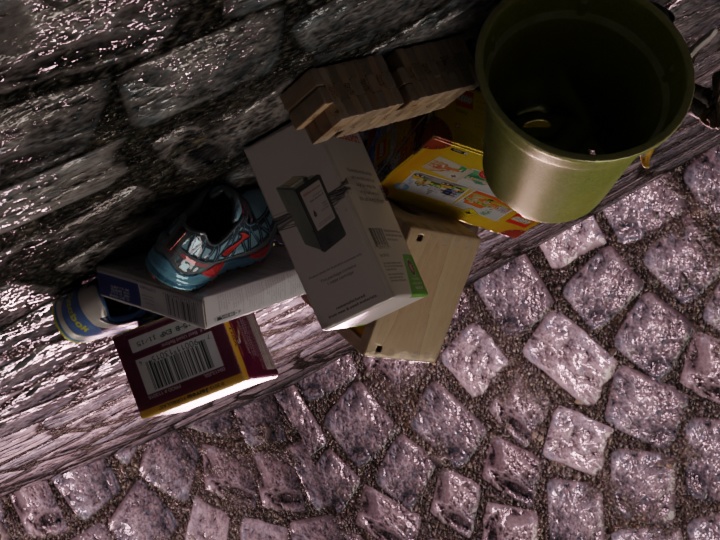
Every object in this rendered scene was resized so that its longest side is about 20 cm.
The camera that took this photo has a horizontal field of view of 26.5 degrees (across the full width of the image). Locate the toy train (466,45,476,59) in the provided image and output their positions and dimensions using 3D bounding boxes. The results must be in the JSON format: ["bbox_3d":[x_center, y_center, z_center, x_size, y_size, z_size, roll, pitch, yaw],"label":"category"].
[{"bbox_3d":[0.185,-0.241,1.493,0.200,0.046,0.034,-29,172,21],"label":"toy train"}]

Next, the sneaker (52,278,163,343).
[{"bbox_3d":[-0.260,0.033,1.783,0.082,0.074,0.200,-33,171,40],"label":"sneaker"}]

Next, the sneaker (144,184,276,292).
[{"bbox_3d":[-0.137,-0.049,1.596,0.200,0.079,0.096,-40,164,-53],"label":"sneaker"}]

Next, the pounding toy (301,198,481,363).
[{"bbox_3d":[0.000,0.000,1.732,0.142,0.200,0.184,9,109,-35],"label":"pounding toy"}]

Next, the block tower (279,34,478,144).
[{"bbox_3d":[0.022,-0.168,1.415,0.200,0.054,0.058,-19,171,-40],"label":"block tower"}]

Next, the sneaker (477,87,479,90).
[{"bbox_3d":[0.168,-0.156,1.752,0.079,0.074,0.200,-15,139,8],"label":"sneaker"}]

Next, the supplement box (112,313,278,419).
[{"bbox_3d":[-0.187,0.100,1.771,0.131,0.103,0.200,-22,175,5],"label":"supplement box"}]

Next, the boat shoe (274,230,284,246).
[{"bbox_3d":[-0.151,-0.021,1.845,0.201,0.074,0.063,-19,141,38],"label":"boat shoe"}]

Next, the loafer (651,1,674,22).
[{"bbox_3d":[0.295,-0.262,1.637,0.070,0.068,0.201,-26,-179,22],"label":"loafer"}]

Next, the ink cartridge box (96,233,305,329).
[{"bbox_3d":[-0.154,0.004,1.687,0.200,0.041,0.200,-20,-157,-39],"label":"ink cartridge box"}]

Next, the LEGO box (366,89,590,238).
[{"bbox_3d":[0.127,-0.118,1.655,0.200,0.077,0.149,17,153,-24],"label":"LEGO box"}]

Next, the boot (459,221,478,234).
[{"bbox_3d":[0.022,-0.035,1.870,0.186,0.064,0.200,-34,-138,-29],"label":"boot"}]

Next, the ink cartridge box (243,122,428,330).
[{"bbox_3d":[-0.022,-0.048,1.535,0.084,0.200,0.145,-25,173,15],"label":"ink cartridge box"}]

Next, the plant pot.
[{"bbox_3d":[0.194,-0.143,1.452,0.200,0.200,0.184,-24,158,-17],"label":"plant pot"}]

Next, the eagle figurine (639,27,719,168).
[{"bbox_3d":[0.311,-0.190,1.712,0.200,0.151,0.152,10,154,18],"label":"eagle figurine"}]
